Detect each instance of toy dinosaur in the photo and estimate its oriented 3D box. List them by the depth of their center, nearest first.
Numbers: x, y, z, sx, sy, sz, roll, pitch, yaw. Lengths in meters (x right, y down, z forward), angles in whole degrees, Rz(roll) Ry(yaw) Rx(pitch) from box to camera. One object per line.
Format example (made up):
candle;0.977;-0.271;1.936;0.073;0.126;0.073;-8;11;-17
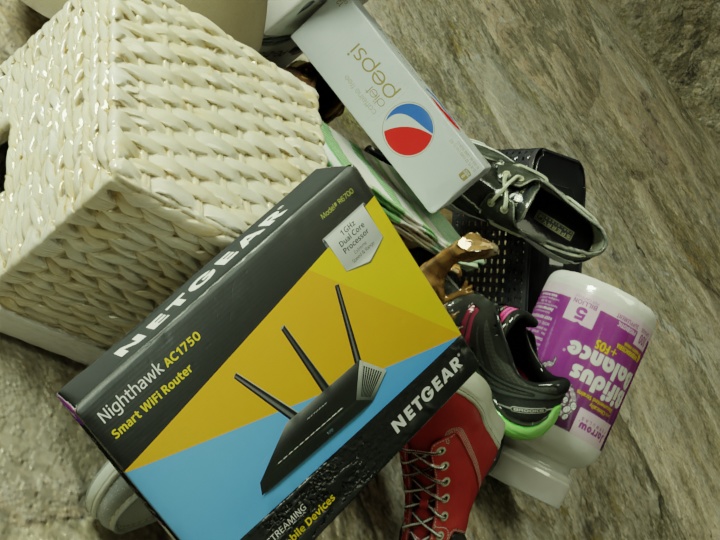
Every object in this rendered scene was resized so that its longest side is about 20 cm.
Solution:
toy dinosaur;0.027;0.036;0.824;0.061;0.200;0.106;49;11;26

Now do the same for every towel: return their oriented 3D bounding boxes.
towel;0.015;-0.076;0.875;0.199;0.023;0.153;26;22;-48

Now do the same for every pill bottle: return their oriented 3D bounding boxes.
pill bottle;0.189;0.112;0.953;0.111;0.202;0.112;25;-5;3

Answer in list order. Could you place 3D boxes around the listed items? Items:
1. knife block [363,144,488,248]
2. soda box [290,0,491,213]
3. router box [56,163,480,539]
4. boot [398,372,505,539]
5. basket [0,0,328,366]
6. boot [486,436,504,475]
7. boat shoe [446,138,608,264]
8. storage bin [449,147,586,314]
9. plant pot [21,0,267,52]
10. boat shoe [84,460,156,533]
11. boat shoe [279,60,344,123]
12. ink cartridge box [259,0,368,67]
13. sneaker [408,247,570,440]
knife block;0.051;-0.048;1.046;0.200;0.064;0.177;44;32;-22
soda box;0.029;-0.147;0.899;0.201;0.063;0.068;51;14;2
router box;-0.044;0.061;0.569;0.200;0.051;0.150;-43;111;-21
boot;0.049;0.151;0.758;0.200;0.071;0.146;51;54;-54
basket;-0.136;-0.055;0.668;0.199;0.160;0.201;26;41;-39
boot;0.035;0.077;0.892;0.199;0.068;0.191;30;41;-36
boat shoe;0.143;-0.070;0.953;0.198;0.072;0.064;26;-4;-7
storage bin;0.166;-0.020;1.069;0.134;0.093;0.204;5;89;-55
plant pot;-0.151;-0.259;0.759;0.197;0.136;0.201;17;27;-9
boat shoe;-0.067;0.111;0.621;0.200;0.075;0.065;-17;57;-32
boat shoe;-0.045;-0.163;0.977;0.200;0.066;0.073;-35;128;-70
ink cartridge box;-0.069;-0.257;0.935;0.085;0.199;0.144;58;28;1
sneaker;0.109;0.050;0.887;0.200;0.084;0.076;49;31;18
